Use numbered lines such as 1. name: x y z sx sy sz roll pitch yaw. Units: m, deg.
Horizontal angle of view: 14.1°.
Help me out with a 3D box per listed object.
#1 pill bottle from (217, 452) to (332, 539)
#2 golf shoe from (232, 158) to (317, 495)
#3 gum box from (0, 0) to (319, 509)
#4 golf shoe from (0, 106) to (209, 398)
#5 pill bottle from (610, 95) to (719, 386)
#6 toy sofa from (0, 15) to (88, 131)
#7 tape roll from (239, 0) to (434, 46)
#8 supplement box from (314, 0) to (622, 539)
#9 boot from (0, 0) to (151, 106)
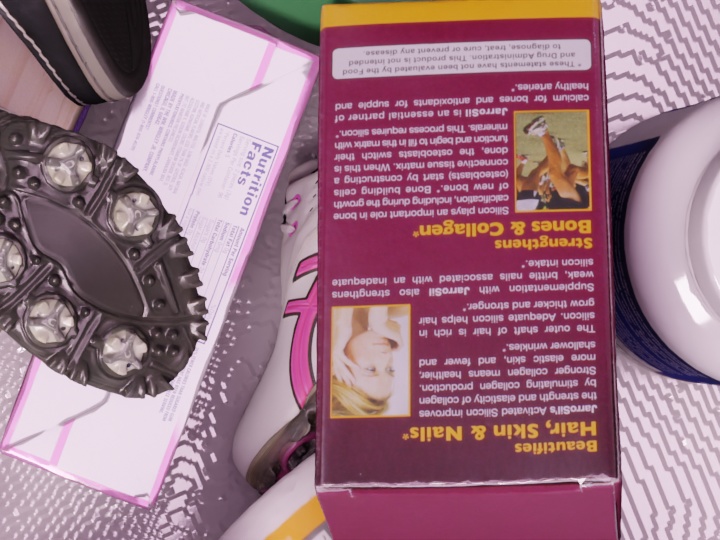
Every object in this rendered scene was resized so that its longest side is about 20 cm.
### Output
1. pill bottle: 0.034 0.166 1.151 0.116 0.116 0.200 -39 79 -5
2. golf shoe: 0.000 0.000 1.218 0.092 0.073 0.200 32 88 24
3. gum box: -0.080 -0.011 1.177 0.066 0.113 0.201 21 87 -5
4. golf shoe: -0.140 -0.031 1.091 0.200 0.088 0.077 41 81 -13
5. pill bottle: 0.157 -0.012 1.161 0.119 0.200 0.120 0 90 -6
6. toy sofa: -0.152 -0.066 1.177 0.097 0.083 0.201 23 86 1
7. tape roll: 0.005 -0.189 1.178 0.200 0.048 0.202 10 71 -30
8. supplement box: 0.041 0.003 1.100 0.110 0.086 0.201 -2 66 5
9. boot: -0.184 -0.132 1.104 0.153 0.074 0.204 -24 107 22
